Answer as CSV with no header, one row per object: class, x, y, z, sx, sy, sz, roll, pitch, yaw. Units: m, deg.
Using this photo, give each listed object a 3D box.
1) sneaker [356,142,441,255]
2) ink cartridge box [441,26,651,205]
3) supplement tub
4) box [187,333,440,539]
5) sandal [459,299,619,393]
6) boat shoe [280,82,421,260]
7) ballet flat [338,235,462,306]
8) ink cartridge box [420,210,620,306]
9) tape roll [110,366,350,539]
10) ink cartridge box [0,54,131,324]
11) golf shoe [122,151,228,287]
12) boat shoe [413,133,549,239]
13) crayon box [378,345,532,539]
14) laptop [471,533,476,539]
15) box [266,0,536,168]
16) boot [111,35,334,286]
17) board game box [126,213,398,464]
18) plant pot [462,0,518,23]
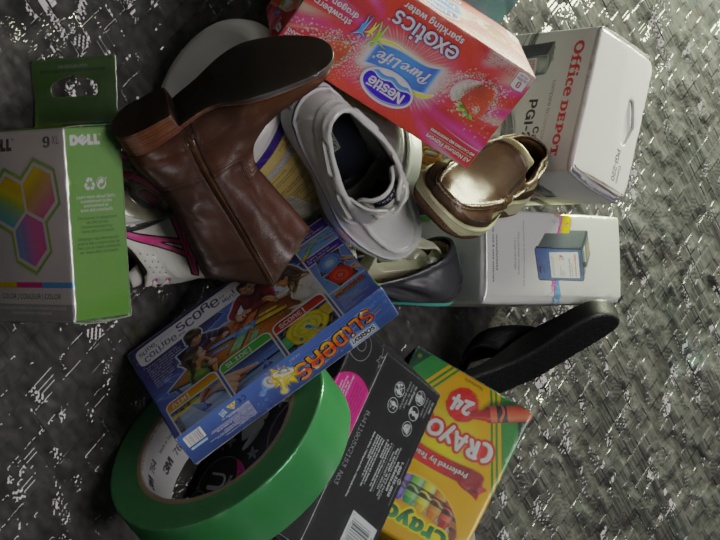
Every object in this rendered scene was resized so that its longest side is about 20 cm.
sneaker,0.011,-0.055,1.842,0.075,0.088,0.201,26,95,-22
ink cartridge box,0.158,-0.139,1.898,0.085,0.199,0.147,27,71,-43
supplement tub,-0.058,-0.113,1.716,0.199,0.145,0.147,22,75,-44
box,-0.041,0.158,1.760,0.132,0.114,0.201,44,62,-38
sandal,0.151,0.071,1.926,0.075,0.200,0.048,29,37,-57
boat shoe,0.003,-0.068,1.643,0.074,0.065,0.200,-48,134,-8
ballet flat,0.000,0.000,1.744,0.199,0.073,0.074,-6,95,-27
ink cartridge box,0.127,-0.009,1.908,0.199,0.145,0.088,3,86,-45
tape roll,-0.105,0.143,1.632,0.048,0.200,0.201,54,55,-33
ink cartridge box,-0.234,-0.062,1.564,0.059,0.103,0.202,-7,96,-46
golf shoe,-0.157,-0.023,1.680,0.200,0.073,0.092,31,94,-41
boat shoe,0.107,-0.083,1.729,0.075,0.075,0.202,44,22,7
crayon box,0.056,0.187,1.852,0.126,0.051,0.201,29,72,-3
laptop,0.088,0.313,1.894,0.187,0.115,0.202,-14,101,-45
box,0.032,-0.184,1.656,0.199,0.096,0.100,31,110,-19
boot,-0.072,-0.077,1.581,0.065,0.185,0.200,-94,160,-44
board game box,-0.081,0.052,1.640,0.199,0.135,0.035,-36,126,-2
plant pot,0.021,-0.233,1.777,0.200,0.200,0.135,35,84,-40
